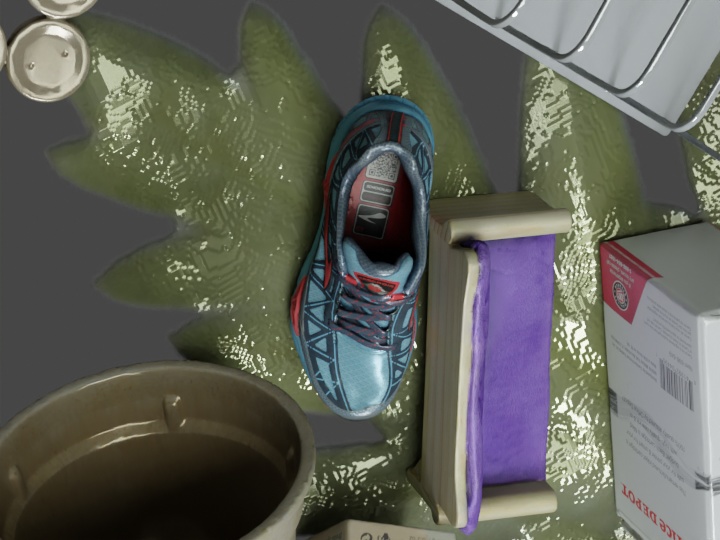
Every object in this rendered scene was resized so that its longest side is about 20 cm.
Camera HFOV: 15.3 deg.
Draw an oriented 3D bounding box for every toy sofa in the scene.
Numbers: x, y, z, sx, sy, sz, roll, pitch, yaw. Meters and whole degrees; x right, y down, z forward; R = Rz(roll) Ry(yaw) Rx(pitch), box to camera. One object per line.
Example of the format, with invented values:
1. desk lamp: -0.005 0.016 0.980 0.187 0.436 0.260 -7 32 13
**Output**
1. toy sofa: 0.084 0.058 1.657 0.082 0.098 0.201 -5 110 -18

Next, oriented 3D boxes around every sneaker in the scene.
1. sneaker: 0.000 0.000 1.598 0.079 0.096 0.201 4 106 -2

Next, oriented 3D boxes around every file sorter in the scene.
1. file sorter: 0.165 -0.169 1.589 0.199 0.125 0.139 28 97 -26

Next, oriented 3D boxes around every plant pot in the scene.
1. plant pot: -0.114 0.187 1.582 0.200 0.201 0.184 -18 125 -14

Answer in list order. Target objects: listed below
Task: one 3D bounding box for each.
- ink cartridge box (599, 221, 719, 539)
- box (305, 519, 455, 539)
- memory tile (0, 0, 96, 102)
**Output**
1. ink cartridge box: 0.220 0.089 1.692 0.084 0.146 0.201 -11 113 -17
2. box: 0.006 0.263 1.650 0.077 0.095 0.201 10 68 -23
3. memory tile: -0.237 -0.175 1.494 0.199 0.017 0.154 5 107 -22
